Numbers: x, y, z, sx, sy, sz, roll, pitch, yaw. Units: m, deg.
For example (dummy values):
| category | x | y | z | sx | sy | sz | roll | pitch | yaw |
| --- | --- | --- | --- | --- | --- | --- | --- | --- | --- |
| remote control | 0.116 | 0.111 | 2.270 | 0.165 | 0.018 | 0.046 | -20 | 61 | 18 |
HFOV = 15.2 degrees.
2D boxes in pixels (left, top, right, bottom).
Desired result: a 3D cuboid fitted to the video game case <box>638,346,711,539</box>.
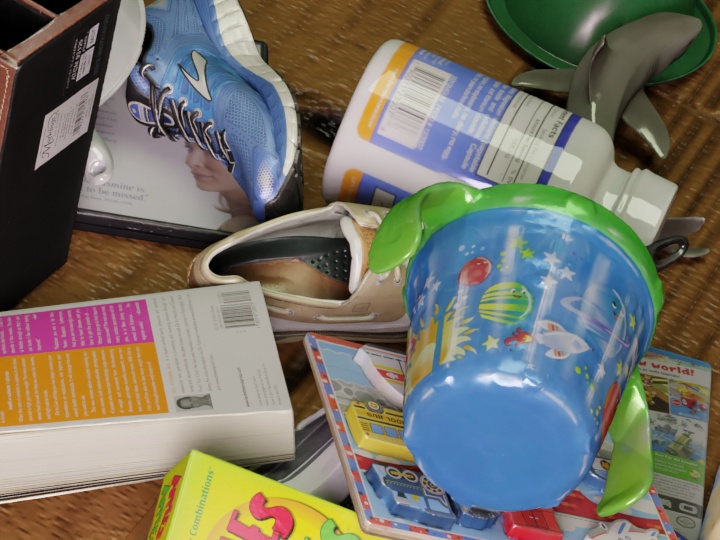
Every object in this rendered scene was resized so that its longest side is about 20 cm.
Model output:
| category | x | y | z | sx | sy | sz | roll | pitch | yaw |
| --- | --- | --- | --- | --- | --- | --- | --- | --- | --- |
| video game case | 0.128 | 0.105 | 1.544 | 0.142 | 0.018 | 0.201 | 15 | 40 | -2 |

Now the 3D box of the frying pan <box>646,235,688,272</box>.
| category | x | y | z | sx | sy | sz | roll | pitch | yaw |
| --- | --- | --- | --- | --- | --- | --- | --- | --- | --- |
| frying pan | 0.100 | 0.008 | 1.539 | 0.190 | 0.115 | 0.031 | -49 | 26 | -24 |

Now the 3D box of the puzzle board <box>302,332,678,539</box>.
| category | x | y | z | sx | sy | sz | roll | pitch | yaw |
| --- | --- | --- | --- | --- | --- | --- | --- | --- | --- |
| puzzle board | 0.074 | 0.099 | 1.415 | 0.199 | 0.017 | 0.151 | 14 | 33 | -26 |

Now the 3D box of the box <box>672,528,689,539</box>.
| category | x | y | z | sx | sy | sz | roll | pitch | yaw |
| --- | --- | --- | --- | --- | --- | --- | --- | --- | --- |
| box | 0.118 | 0.170 | 1.435 | 0.199 | 0.032 | 0.121 | 34 | 53 | 13 |

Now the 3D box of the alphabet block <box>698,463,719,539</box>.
| category | x | y | z | sx | sy | sz | roll | pitch | yaw |
| --- | --- | --- | --- | --- | --- | --- | --- | --- | --- |
| alphabet block | 0.321 | 0.087 | 1.482 | 0.195 | 0.201 | 0.196 | 24 | 41 | 0 |

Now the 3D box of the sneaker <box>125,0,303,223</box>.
| category | x | y | z | sx | sy | sz | roll | pitch | yaw |
| --- | --- | --- | --- | --- | --- | --- | --- | --- | --- |
| sneaker | -0.093 | -0.094 | 1.630 | 0.089 | 0.079 | 0.200 | -17 | 46 | -16 |

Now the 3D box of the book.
| category | x | y | z | sx | sy | sz | roll | pitch | yaw |
| --- | --- | --- | --- | --- | --- | --- | --- | --- | --- |
| book | -0.142 | 0.060 | 1.434 | 0.199 | 0.048 | 0.134 | -6 | 33 | -7 |

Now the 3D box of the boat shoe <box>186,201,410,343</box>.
| category | x | y | z | sx | sy | sz | roll | pitch | yaw |
| --- | --- | --- | --- | --- | --- | --- | --- | --- | --- |
| boat shoe | 0.000 | 0.000 | 1.539 | 0.199 | 0.068 | 0.075 | -12 | 70 | -9 |

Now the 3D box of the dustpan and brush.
| category | x | y | z | sx | sy | sz | roll | pitch | yaw |
| --- | --- | --- | --- | --- | --- | --- | --- | --- | --- |
| dustpan and brush | -0.179 | -0.109 | 1.602 | 0.139 | 0.057 | 0.200 | -29 | 28 | -1 |

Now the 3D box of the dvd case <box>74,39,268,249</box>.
| category | x | y | z | sx | sy | sz | roll | pitch | yaw |
| --- | --- | --- | --- | --- | --- | --- | --- | --- | --- |
| dvd case | -0.126 | -0.088 | 1.670 | 0.142 | 0.018 | 0.201 | 8 | 41 | -10 |

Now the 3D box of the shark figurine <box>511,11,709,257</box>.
| category | x | y | z | sx | sy | sz | roll | pitch | yaw |
| --- | --- | --- | --- | --- | --- | --- | --- | --- | --- |
| shark figurine | 0.163 | -0.102 | 1.731 | 0.127 | 0.090 | 0.215 | 3 | 51 | 0 |

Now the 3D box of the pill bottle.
| category | x | y | z | sx | sy | sz | roll | pitch | yaw |
| --- | --- | --- | --- | --- | --- | --- | --- | --- | --- |
| pill bottle | 0.086 | -0.053 | 1.635 | 0.199 | 0.112 | 0.112 | 24 | 40 | 6 |

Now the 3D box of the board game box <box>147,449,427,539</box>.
| category | x | y | z | sx | sy | sz | roll | pitch | yaw |
| --- | --- | --- | --- | --- | --- | --- | --- | --- | --- |
| board game box | -0.012 | 0.175 | 1.334 | 0.199 | 0.048 | 0.102 | 22 | 63 | -14 |

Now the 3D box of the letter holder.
| category | x | y | z | sx | sy | sz | roll | pitch | yaw |
| --- | --- | --- | --- | --- | --- | --- | --- | --- | --- |
| letter holder | -0.231 | -0.088 | 1.490 | 0.142 | 0.201 | 0.101 | 30 | 41 | 15 |

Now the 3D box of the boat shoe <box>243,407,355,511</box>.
| category | x | y | z | sx | sy | sz | roll | pitch | yaw |
| --- | --- | --- | --- | --- | --- | --- | --- | --- | --- |
| boat shoe | -0.045 | 0.130 | 1.419 | 0.068 | 0.072 | 0.200 | 8 | 41 | 46 |

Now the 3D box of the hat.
| category | x | y | z | sx | sy | sz | roll | pitch | yaw |
| --- | --- | --- | --- | --- | --- | --- | --- | --- | --- |
| hat | 0.197 | -0.246 | 1.840 | 0.199 | 0.177 | 0.166 | -26 | 56 | -39 |

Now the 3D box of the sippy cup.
| category | x | y | z | sx | sy | sz | roll | pitch | yaw |
| --- | --- | --- | --- | --- | --- | --- | --- | --- | --- |
| sippy cup | 0.078 | 0.047 | 1.364 | 0.177 | 0.140 | 0.131 | 18 | 40 | 0 |
